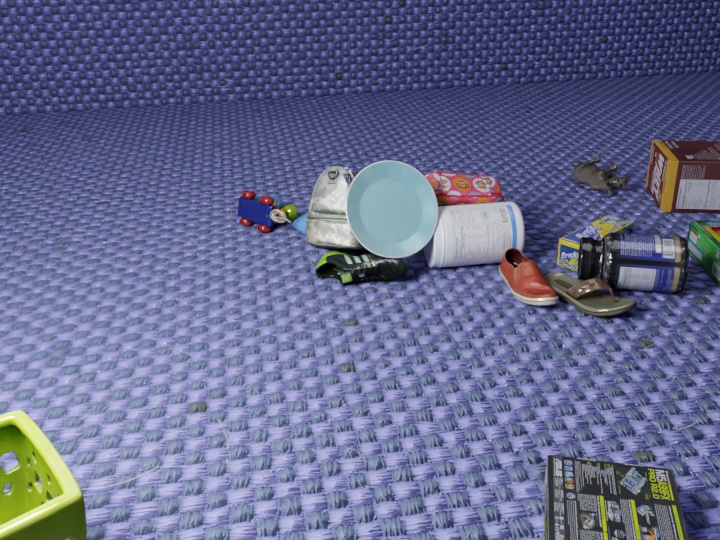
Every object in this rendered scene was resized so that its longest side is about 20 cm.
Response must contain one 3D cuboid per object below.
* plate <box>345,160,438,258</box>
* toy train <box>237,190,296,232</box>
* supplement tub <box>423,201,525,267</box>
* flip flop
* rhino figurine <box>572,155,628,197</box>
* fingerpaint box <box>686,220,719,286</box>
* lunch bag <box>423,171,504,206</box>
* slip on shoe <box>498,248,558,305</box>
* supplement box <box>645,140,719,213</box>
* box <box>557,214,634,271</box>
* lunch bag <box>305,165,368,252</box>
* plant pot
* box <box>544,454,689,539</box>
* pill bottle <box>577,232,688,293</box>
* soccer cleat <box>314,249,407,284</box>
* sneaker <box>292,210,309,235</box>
[{"bbox_3d":[0.063,-0.123,1.535,0.198,0.202,0.026,-10,-4,-17],"label":"plate"},{"bbox_3d":[-0.200,-0.139,1.853,0.199,0.086,0.115,20,19,38],"label":"toy train"},{"bbox_3d":[0.241,-0.077,1.620,0.198,0.133,0.132,-4,25,-6],"label":"supplement tub"},{"bbox_3d":[0.437,0.035,1.453,0.080,0.058,0.200,-17,29,-30],"label":"flip flop"},{"bbox_3d":[0.656,-0.252,2.053,0.087,0.060,0.200,-28,31,-9],"label":"rhino figurine"},{"bbox_3d":[0.801,-0.038,1.572,0.165,0.074,0.200,0,25,2],"label":"fingerpaint box"},{"bbox_3d":[0.212,-0.137,1.715,0.198,0.177,0.083,1,53,-14],"label":"lunch bag"},{"bbox_3d":[0.332,0.014,1.502,0.073,0.062,0.200,-5,26,-12],"label":"slip on shoe"},{"bbox_3d":[0.864,-0.244,1.941,0.198,0.134,0.198,2,25,7],"label":"supplement box"},{"bbox_3d":[0.515,-0.060,1.647,0.199,0.065,0.070,-23,32,-37],"label":"box"},{"bbox_3d":[-0.027,-0.128,1.627,0.138,0.170,0.200,3,-1,21],"label":"lunch bag"},{"bbox_3d":[-0.403,0.297,0.790,0.198,0.183,0.199,-20,30,-35],"label":"plant pot"},{"bbox_3d":[0.300,0.307,0.894,0.158,0.045,0.200,4,26,11],"label":"box"},{"bbox_3d":[0.537,-0.018,1.497,0.198,0.113,0.112,5,25,13],"label":"pill bottle"},{"bbox_3d":[0.000,0.000,1.559,0.198,0.068,0.081,4,34,26],"label":"soccer cleat"},{"bbox_3d":[-0.083,-0.138,1.848,0.078,0.067,0.199,14,29,37],"label":"sneaker"}]
